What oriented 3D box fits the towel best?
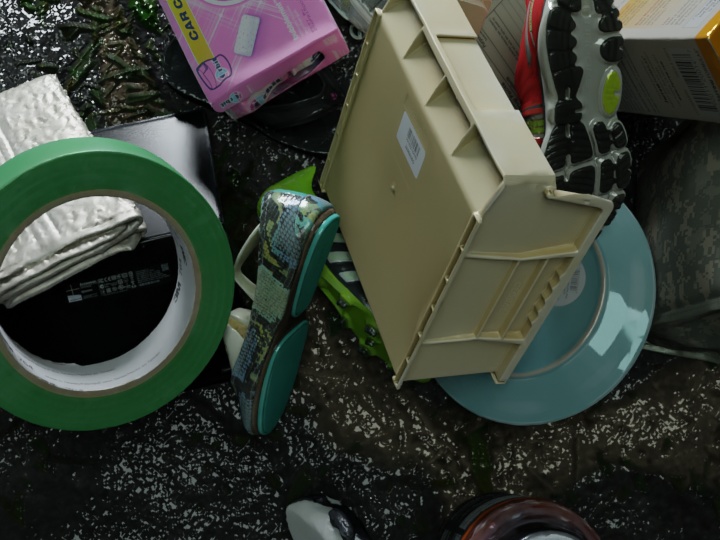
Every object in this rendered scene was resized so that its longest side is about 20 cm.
[{"bbox_3d":[-0.259,-0.066,0.772,0.131,0.035,0.201,-27,57,-16],"label":"towel"}]

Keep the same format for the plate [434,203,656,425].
[{"bbox_3d":[0.125,0.015,0.763,0.197,0.025,0.204,-9,71,27],"label":"plate"}]

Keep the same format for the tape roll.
[{"bbox_3d":[-0.189,0.011,0.701,0.197,0.048,0.204,-10,113,-24],"label":"tape roll"}]

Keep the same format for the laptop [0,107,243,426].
[{"bbox_3d":[-0.196,-0.007,0.812,0.184,0.116,0.203,-12,108,-4],"label":"laptop"}]

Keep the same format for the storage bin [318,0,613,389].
[{"bbox_3d":[0.060,-0.058,0.686,0.092,0.200,0.202,-3,51,-23],"label":"storage bin"}]

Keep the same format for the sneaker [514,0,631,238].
[{"bbox_3d":[0.145,-0.110,0.711,0.076,0.085,0.204,-5,112,-13],"label":"sneaker"}]

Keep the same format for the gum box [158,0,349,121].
[{"bbox_3d":[-0.100,-0.228,0.779,0.112,0.066,0.202,-28,83,6],"label":"gum box"}]

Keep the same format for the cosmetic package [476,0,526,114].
[{"bbox_3d":[0.136,-0.207,0.812,0.200,0.071,0.105,-46,115,-10],"label":"cosmetic package"}]

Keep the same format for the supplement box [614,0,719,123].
[{"bbox_3d":[0.230,-0.177,0.710,0.126,0.200,0.074,-44,116,-9],"label":"supplement box"}]

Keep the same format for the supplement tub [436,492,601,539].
[{"bbox_3d":[0.110,0.209,0.683,0.105,0.200,0.109,0,80,-2],"label":"supplement tub"}]

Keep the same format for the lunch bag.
[{"bbox_3d":[0.275,-0.029,0.736,0.115,0.200,0.167,10,78,1],"label":"lunch bag"}]

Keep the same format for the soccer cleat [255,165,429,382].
[{"bbox_3d":[0.000,0.000,0.792,0.081,0.068,0.200,-40,82,-22],"label":"soccer cleat"}]

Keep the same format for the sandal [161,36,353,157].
[{"bbox_3d":[-0.072,-0.148,0.824,0.197,0.048,0.077,17,79,1],"label":"sandal"}]

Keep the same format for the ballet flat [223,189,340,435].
[{"bbox_3d":[-0.070,0.029,0.751,0.073,0.074,0.203,20,113,2],"label":"ballet flat"}]

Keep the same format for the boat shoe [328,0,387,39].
[{"bbox_3d":[-0.009,-0.254,0.846,0.202,0.065,0.075,43,68,1],"label":"boat shoe"}]

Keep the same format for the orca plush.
[{"bbox_3d":[0.022,0.217,0.709,0.070,0.199,0.107,-15,105,-28],"label":"orca plush"}]
